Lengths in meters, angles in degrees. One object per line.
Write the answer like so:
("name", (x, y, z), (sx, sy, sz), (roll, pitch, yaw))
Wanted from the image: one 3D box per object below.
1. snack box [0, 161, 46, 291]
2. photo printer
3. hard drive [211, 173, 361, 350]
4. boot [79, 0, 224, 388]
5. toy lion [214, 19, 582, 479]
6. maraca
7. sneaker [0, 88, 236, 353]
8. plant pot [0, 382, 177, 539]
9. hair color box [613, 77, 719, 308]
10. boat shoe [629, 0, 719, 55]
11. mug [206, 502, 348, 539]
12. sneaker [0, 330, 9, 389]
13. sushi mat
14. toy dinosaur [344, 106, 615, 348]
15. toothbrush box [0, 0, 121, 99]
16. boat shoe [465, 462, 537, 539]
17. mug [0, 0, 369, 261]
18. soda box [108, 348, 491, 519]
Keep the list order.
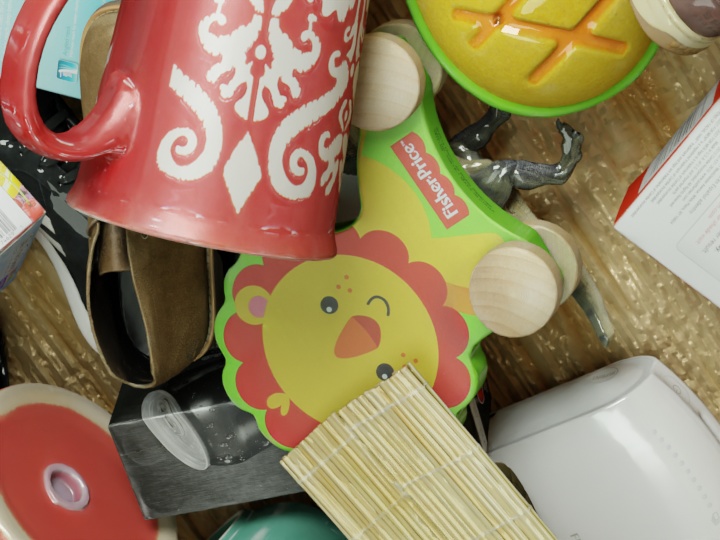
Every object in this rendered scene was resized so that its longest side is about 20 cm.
("snack box", (-0.264, -0.067, 1.361), (0.200, 0.068, 0.169), (47, 162, -1))
("photo printer", (0.123, 0.145, 1.418), (0.199, 0.069, 0.167), (-23, 107, 23))
("hard drive", (-0.005, 0.014, 1.418), (0.132, 0.026, 0.200), (35, 118, -2))
("boot", (-0.112, -0.036, 1.301), (0.073, 0.075, 0.201), (0, 110, 21))
("toy lion", (0.000, 0.000, 1.307), (0.191, 0.069, 0.200), (-32, 94, 21))
("maraca", (0.081, -0.175, 1.263), (0.137, 0.107, 0.201), (-19, 96, -5))
("sneaker", (-0.132, -0.043, 1.386), (0.112, 0.073, 0.200), (-9, 121, 40))
("plant pot", (-0.211, 0.169, 1.440), (0.200, 0.201, 0.177), (43, 122, -7))
("hair color box", (0.245, -0.012, 1.316), (0.200, 0.064, 0.111), (37, 117, -2))
("boat shoe", (0.149, -0.207, 1.210), (0.072, 0.072, 0.201), (-26, 72, 46))
("mug", (-0.047, 0.196, 1.442), (0.114, 0.152, 0.185), (44, 113, -1))
("sneaker", (-0.269, 0.016, 1.469), (0.099, 0.071, 0.201), (-15, 115, 19))
("sushi mat", (0.053, 0.145, 1.312), (0.096, 0.012, 0.200), (-36, 99, 30))
("toy dinosaur", (0.068, -0.051, 1.335), (0.200, 0.047, 0.088), (33, 96, 5))
("toothbrush box", (-0.144, -0.173, 1.335), (0.199, 0.085, 0.147), (13, 117, 8))
("boat shoe", (0.079, 0.194, 1.378), (0.066, 0.072, 0.201), (-7, 117, 31))
("mug", (-0.064, -0.116, 1.188), (0.133, 0.177, 0.201), (16, 98, 23))
("soda box", (-0.032, 0.077, 1.394), (0.199, 0.063, 0.071), (-12, 118, 12))
